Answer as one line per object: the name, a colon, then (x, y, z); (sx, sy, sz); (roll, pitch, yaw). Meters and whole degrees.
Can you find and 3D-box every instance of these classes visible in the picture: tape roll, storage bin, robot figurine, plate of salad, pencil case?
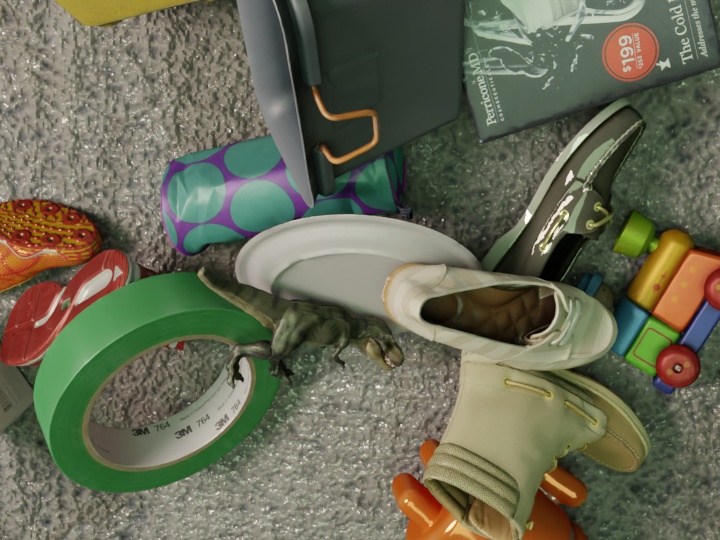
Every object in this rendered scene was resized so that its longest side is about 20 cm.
tape roll: (-0.162, 0.095, 0.787); (0.198, 0.048, 0.202); (-21, 137, -20)
storage bin: (0.000, -0.153, 0.649); (0.133, 0.146, 0.201); (-22, 147, -9)
robot figurine: (0.119, 0.231, 0.823); (0.200, 0.144, 0.117); (41, 141, -6)
plate of salad: (0.000, 0.000, 0.764); (0.197, 0.201, 0.049); (1, 62, 6)
pencil case: (-0.059, -0.068, 0.778); (0.197, 0.093, 0.086); (-10, 60, 9)

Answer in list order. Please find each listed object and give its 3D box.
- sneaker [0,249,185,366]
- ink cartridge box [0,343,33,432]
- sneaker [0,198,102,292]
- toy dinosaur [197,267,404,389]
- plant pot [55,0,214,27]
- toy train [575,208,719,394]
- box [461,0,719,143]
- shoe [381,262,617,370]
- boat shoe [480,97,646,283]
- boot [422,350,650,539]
sneaker: (-0.220, 0.055, 0.832); (0.199, 0.079, 0.115); (-18, 146, 40)
ink cartridge box: (-0.365, 0.113, 0.798); (0.067, 0.200, 0.118); (-29, 100, 13)
sneaker: (-0.317, -0.014, 0.839); (0.197, 0.073, 0.078); (-3, 128, 9)
toy dinosaur: (-0.061, 0.052, 0.754); (0.198, 0.048, 0.088); (20, 119, -35)
plant pot: (-0.162, -0.291, 0.683); (0.192, 0.196, 0.202); (-11, 116, 8)
toy train: (0.256, -0.014, 0.768); (0.115, 0.085, 0.202); (31, 106, 11)
box: (0.145, -0.220, 0.706); (0.180, 0.104, 0.202); (-17, 102, 11)
shoe: (0.113, 0.038, 0.708); (0.198, 0.053, 0.071); (10, 91, -22)
boat shoe: (0.165, -0.040, 0.761); (0.060, 0.072, 0.203); (44, 113, 26)
boot: (0.144, 0.151, 0.766); (0.199, 0.157, 0.073); (38, 145, -22)
